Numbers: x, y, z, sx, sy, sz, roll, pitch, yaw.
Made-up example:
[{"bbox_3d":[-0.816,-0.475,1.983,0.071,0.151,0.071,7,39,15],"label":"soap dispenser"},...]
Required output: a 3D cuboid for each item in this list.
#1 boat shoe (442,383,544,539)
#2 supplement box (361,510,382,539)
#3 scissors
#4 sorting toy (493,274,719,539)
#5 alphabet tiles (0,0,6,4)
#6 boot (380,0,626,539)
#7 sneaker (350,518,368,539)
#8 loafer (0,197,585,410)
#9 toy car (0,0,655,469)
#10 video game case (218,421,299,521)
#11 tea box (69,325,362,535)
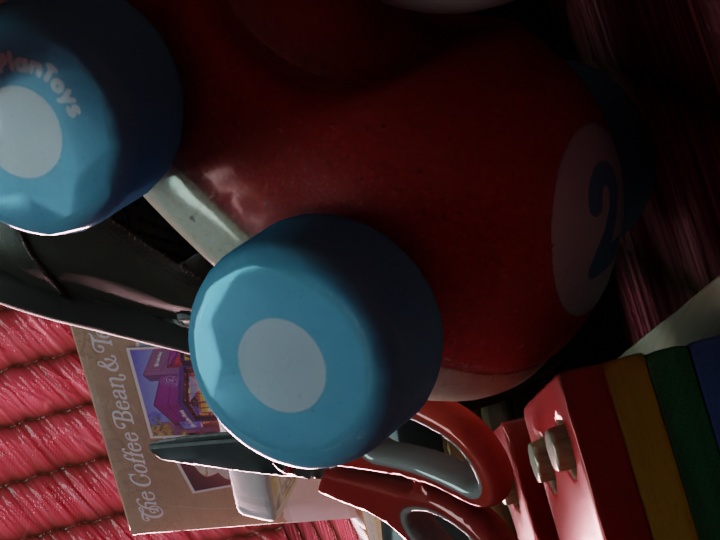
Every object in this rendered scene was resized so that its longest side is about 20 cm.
[{"bbox_3d":[0.059,0.129,0.896,0.200,0.068,0.072,68,-155,-15],"label":"boat shoe"},{"bbox_3d":[0.046,0.105,1.139,0.200,0.073,0.126,-166,63,-84],"label":"supplement box"},{"bbox_3d":[-0.017,0.051,0.845,0.200,0.014,0.073,18,137,50],"label":"scissors"},{"bbox_3d":[0.095,0.113,0.755,0.200,0.069,0.199,115,140,-80],"label":"sorting toy"},{"bbox_3d":[-0.085,-0.100,0.693,0.015,0.196,0.200,31,-177,0],"label":"alphabet tiles"},{"bbox_3d":[0.001,0.000,0.922,0.066,0.164,0.200,-87,-14,-70],"label":"boot"},{"bbox_3d":[0.011,0.091,1.443,0.200,0.075,0.114,-121,17,-48],"label":"sneaker"},{"bbox_3d":[-0.025,-0.008,0.832,0.071,0.200,0.073,109,168,-57],"label":"loafer"},{"bbox_3d":[0.023,-0.083,0.717,0.177,0.184,0.200,42,123,8],"label":"toy car"},{"bbox_3d":[-0.017,-0.028,1.137,0.182,0.023,0.200,81,-152,-43],"label":"video game case"},{"bbox_3d":[-0.060,-0.011,1.329,0.197,0.133,0.200,-86,-11,-47],"label":"tea box"}]
